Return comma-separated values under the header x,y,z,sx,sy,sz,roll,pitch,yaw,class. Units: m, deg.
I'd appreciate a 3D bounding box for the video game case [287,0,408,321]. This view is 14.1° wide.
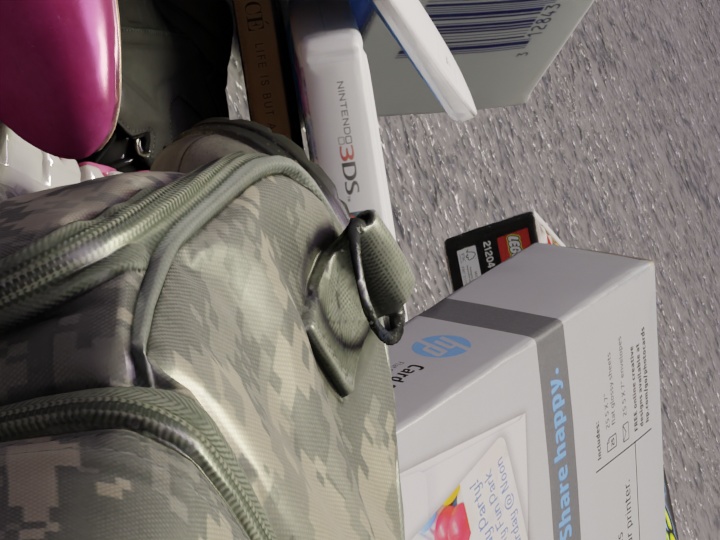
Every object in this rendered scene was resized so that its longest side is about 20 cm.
x,y,z,sx,sy,sz,roll,pitch,yaw,class
0.000,0.000,0.962,0.200,0.024,0.183,-100,-178,-78,video game case

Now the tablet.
x,y,z,sx,sy,sz,roll,pitch,yaw,class
-0.025,-0.131,0.867,0.130,0.014,0.200,56,2,30,tablet

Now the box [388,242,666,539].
x,y,z,sx,sy,sz,roll,pitch,yaw,class
0.012,0.098,0.703,0.200,0.041,0.157,-29,120,-50,box

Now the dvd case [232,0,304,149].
x,y,z,sx,sy,sz,roll,pitch,yaw,class
-0.025,-0.031,0.974,0.149,0.016,0.201,80,0,-82,dvd case

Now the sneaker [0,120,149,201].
x,y,z,sx,sy,sz,roll,pitch,yaw,class
-0.079,0.019,0.796,0.200,0.073,0.088,23,49,-60,sneaker

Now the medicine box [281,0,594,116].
x,y,z,sx,sy,sz,roll,pitch,yaw,class
0.026,-0.189,1.131,0.182,0.102,0.201,123,-42,-60,medicine box

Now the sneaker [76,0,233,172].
x,y,z,sx,sy,sz,roll,pitch,yaw,class
-0.084,-0.057,0.863,0.200,0.076,0.091,28,48,-63,sneaker

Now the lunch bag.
x,y,z,sx,sy,sz,roll,pitch,yaw,class
-0.090,0.067,0.517,0.168,0.199,0.140,-80,148,-52,lunch bag

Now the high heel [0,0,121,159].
x,y,z,sx,sy,sz,roll,pitch,yaw,class
-0.135,-0.108,0.724,0.096,0.067,0.201,-14,73,-47,high heel

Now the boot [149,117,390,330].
x,y,z,sx,sy,sz,roll,pitch,yaw,class
-0.050,0.071,0.713,0.130,0.067,0.201,-18,105,-43,boot

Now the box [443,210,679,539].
x,y,z,sx,sy,sz,roll,pitch,yaw,class
0.077,0.092,0.964,0.110,0.035,0.201,42,34,-58,box
